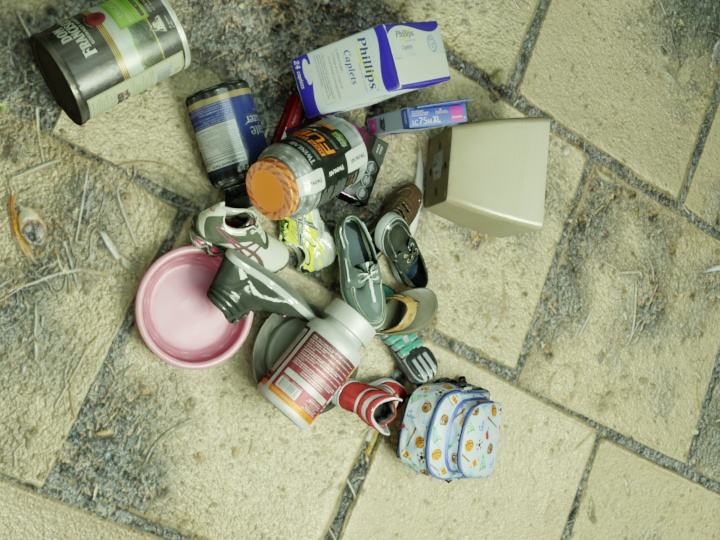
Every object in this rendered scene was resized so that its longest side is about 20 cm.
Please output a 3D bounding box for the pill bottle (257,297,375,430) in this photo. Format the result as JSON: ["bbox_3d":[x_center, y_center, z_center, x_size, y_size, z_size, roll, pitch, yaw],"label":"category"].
[{"bbox_3d":[-0.069,0.151,1.465,0.109,0.109,0.201,43,79,-18],"label":"pill bottle"}]

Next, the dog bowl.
[{"bbox_3d":[-0.101,0.151,1.552,0.197,0.058,0.204,0,89,-25],"label":"dog bowl"}]

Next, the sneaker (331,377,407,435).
[{"bbox_3d":[0.046,0.236,1.557,0.199,0.112,0.072,12,99,-52],"label":"sneaker"}]

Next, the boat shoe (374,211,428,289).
[{"bbox_3d":[0.080,-0.032,1.581,0.069,0.056,0.201,-49,148,-13],"label":"boat shoe"}]

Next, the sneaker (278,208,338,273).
[{"bbox_3d":[-0.111,-0.088,1.544,0.076,0.075,0.202,-33,101,-23],"label":"sneaker"}]

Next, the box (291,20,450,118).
[{"bbox_3d":[0.020,-0.340,1.511,0.183,0.198,0.107,-26,102,-53],"label":"box"}]

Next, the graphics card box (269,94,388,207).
[{"bbox_3d":[-0.058,-0.210,1.585,0.198,0.051,0.127,26,78,-23],"label":"graphics card box"}]

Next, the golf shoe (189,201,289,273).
[{"bbox_3d":[-0.184,-0.051,1.469,0.198,0.088,0.078,20,47,-41],"label":"golf shoe"}]

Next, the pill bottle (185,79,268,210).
[{"bbox_3d":[-0.210,-0.203,1.480,0.111,0.111,0.203,-21,98,-24],"label":"pill bottle"}]

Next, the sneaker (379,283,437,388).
[{"bbox_3d":[0.062,0.124,1.632,0.074,0.088,0.202,-23,75,-22],"label":"sneaker"}]

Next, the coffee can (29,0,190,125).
[{"bbox_3d":[-0.385,-0.337,1.381,0.199,0.146,0.148,-35,103,-22],"label":"coffee can"}]

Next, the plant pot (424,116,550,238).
[{"bbox_3d":[0.223,-0.176,1.649,0.174,0.200,0.204,5,86,-13],"label":"plant pot"}]

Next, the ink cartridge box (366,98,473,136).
[{"bbox_3d":[0.105,-0.268,1.580,0.118,0.199,0.043,-11,94,-24],"label":"ink cartridge box"}]

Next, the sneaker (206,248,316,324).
[{"bbox_3d":[-0.168,0.053,1.467,0.199,0.071,0.100,35,97,-31],"label":"sneaker"}]

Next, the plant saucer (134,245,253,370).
[{"bbox_3d":[-0.277,0.061,1.476,0.198,0.051,0.204,1,88,-25],"label":"plant saucer"}]

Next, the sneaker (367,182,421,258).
[{"bbox_3d":[0.058,-0.079,1.622,0.070,0.075,0.201,44,72,-17],"label":"sneaker"}]

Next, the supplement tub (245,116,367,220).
[{"bbox_3d":[-0.087,-0.163,1.443,0.200,0.122,0.124,-38,106,-46],"label":"supplement tub"}]

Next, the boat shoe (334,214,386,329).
[{"bbox_3d":[0.000,0.000,1.521,0.072,0.062,0.203,-13,82,-12],"label":"boat shoe"}]

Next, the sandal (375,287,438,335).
[{"bbox_3d":[0.055,0.071,1.568,0.197,0.055,0.083,-5,71,-25],"label":"sandal"}]

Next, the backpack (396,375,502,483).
[{"bbox_3d":[0.158,0.292,1.602,0.189,0.153,0.204,9,84,-43],"label":"backpack"}]
